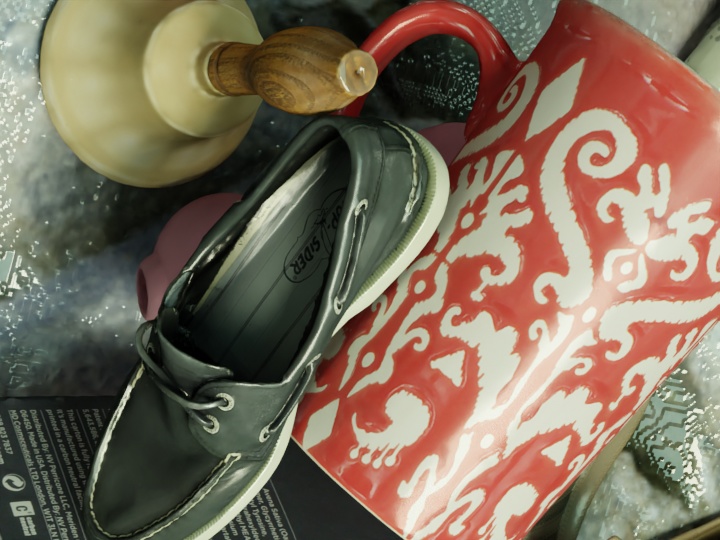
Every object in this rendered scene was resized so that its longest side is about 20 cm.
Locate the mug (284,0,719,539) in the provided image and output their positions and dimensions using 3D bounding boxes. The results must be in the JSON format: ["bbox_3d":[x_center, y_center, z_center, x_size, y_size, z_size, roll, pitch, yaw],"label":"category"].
[{"bbox_3d":[0.057,0.002,0.785,0.200,0.177,0.133,-52,138,2],"label":"mug"}]

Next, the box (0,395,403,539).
[{"bbox_3d":[-0.085,0.140,0.847,0.199,0.105,0.148,1,129,-27],"label":"box"}]

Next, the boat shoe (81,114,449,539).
[{"bbox_3d":[-0.047,0.024,0.721,0.199,0.075,0.066,-48,153,8],"label":"boat shoe"}]

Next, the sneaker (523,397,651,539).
[{"bbox_3d":[0.074,0.111,0.985,0.075,0.070,0.201,26,88,-12],"label":"sneaker"}]

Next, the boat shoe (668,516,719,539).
[{"bbox_3d":[0.246,0.144,1.073,0.199,0.071,0.065,-25,116,-19],"label":"boat shoe"}]

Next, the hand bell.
[{"bbox_3d":[-0.047,-0.077,0.767,0.104,0.200,0.105,-3,98,-26],"label":"hand bell"}]

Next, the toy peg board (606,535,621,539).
[{"bbox_3d":[0.091,0.256,0.948,0.199,0.098,0.200,-44,157,-12],"label":"toy peg board"}]

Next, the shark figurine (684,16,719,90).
[{"bbox_3d":[0.258,-0.120,0.987,0.089,0.213,0.129,38,49,-67],"label":"shark figurine"}]

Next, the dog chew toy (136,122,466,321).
[{"bbox_3d":[0.000,0.000,0.874,0.199,0.125,0.125,-6,107,-19],"label":"dog chew toy"}]
